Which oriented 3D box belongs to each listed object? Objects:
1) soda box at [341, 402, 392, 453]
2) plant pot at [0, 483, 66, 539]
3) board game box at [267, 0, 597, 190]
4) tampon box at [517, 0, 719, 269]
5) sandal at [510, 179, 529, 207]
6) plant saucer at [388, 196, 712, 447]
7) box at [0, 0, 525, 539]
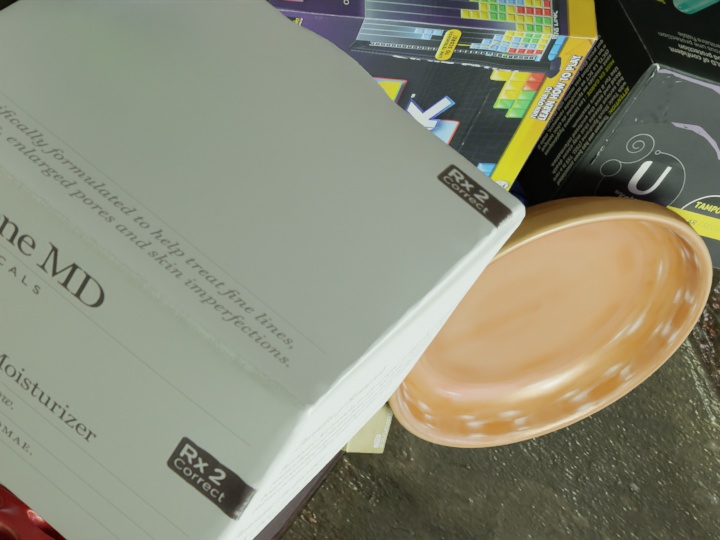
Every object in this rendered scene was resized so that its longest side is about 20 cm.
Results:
[{"bbox_3d":[0.000,0.000,1.444,0.068,0.064,0.200,15,90,-71],"label":"soda box"},{"bbox_3d":[-0.214,0.158,1.037,0.200,0.182,0.200,-50,174,-7],"label":"plant pot"},{"bbox_3d":[0.013,-0.095,1.295,0.200,0.165,0.057,116,-26,-61],"label":"board game box"},{"bbox_3d":[0.161,-0.122,1.496,0.150,0.200,0.126,13,128,-31],"label":"tampon box"},{"bbox_3d":[0.059,-0.013,1.547,0.200,0.087,0.079,-35,173,0],"label":"sandal"},{"bbox_3d":[0.102,0.025,1.440,0.200,0.037,0.200,-17,144,-12],"label":"plant saucer"},{"bbox_3d":[-0.077,-0.007,0.994,0.131,0.199,0.200,-56,171,35],"label":"box"}]
